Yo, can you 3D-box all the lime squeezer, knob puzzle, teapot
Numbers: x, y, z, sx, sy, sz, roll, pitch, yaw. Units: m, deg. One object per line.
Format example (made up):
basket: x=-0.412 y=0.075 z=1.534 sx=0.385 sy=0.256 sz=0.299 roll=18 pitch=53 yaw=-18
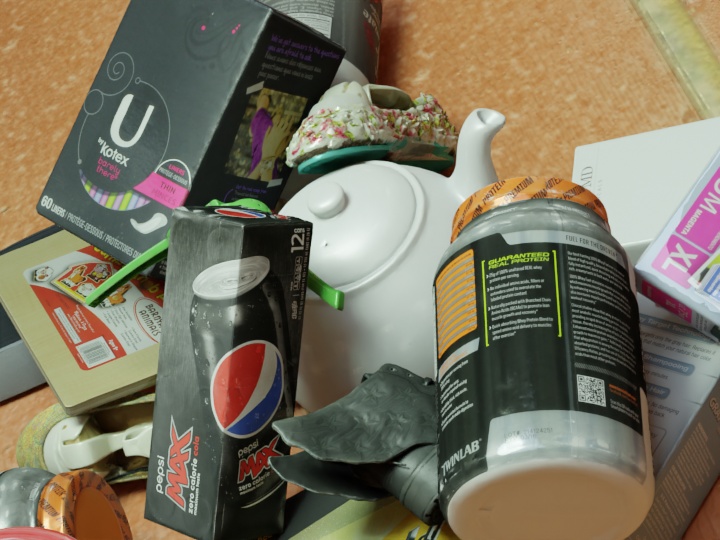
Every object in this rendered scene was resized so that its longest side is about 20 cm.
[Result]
lime squeezer: x=-0.092 y=-0.011 z=1.389 sx=0.199 sy=0.038 sz=0.071 roll=0 pitch=94 yaw=30
knob puzzle: x=-0.151 y=0.019 z=1.551 sx=0.218 sy=0.031 sz=0.220 roll=-3 pitch=41 yaw=3
teapot: x=0.000 y=0.000 z=1.437 sx=0.196 sy=0.146 sz=0.201 roll=1 pitch=53 yaw=34

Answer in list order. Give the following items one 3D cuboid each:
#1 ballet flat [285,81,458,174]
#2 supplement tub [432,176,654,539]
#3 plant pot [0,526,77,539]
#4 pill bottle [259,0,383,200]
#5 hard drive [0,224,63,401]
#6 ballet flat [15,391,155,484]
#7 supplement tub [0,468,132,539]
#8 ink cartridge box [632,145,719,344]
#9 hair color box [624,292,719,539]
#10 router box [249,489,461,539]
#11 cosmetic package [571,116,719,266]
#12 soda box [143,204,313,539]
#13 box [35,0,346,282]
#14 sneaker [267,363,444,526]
ballet flat: x=0.002 y=-0.100 z=1.507 sx=0.075 sy=0.200 sz=0.064 roll=-21 pitch=81 yaw=27
supplement tub: x=0.102 y=0.053 z=1.231 sx=0.122 sy=0.123 sz=0.201 roll=-15 pitch=53 yaw=21
plant pot: x=-0.187 y=0.282 z=1.258 sx=0.199 sy=0.183 sz=0.201 roll=-18 pitch=42 yaw=17
pill bottle: x=-0.041 y=-0.152 z=1.635 sx=0.110 sy=0.111 sz=0.201 roll=-15 pitch=44 yaw=20
hard drive: x=-0.242 y=0.024 z=1.647 sx=0.199 sy=0.042 sz=0.135 roll=-25 pitch=42 yaw=10
ballet flat: x=-0.163 y=0.118 z=1.481 sx=0.199 sy=0.071 sz=0.071 roll=-11 pitch=46 yaw=20
supplement tub: x=-0.257 y=0.203 z=1.414 sx=0.199 sy=0.123 sz=0.123 roll=-16 pitch=44 yaw=19
ink cartridge box: x=0.274 y=0.011 z=1.257 sx=0.199 sy=0.042 sz=0.120 roll=34 pitch=77 yaw=15
hair color box: x=0.169 y=0.097 z=1.300 sx=0.099 sy=0.061 sz=0.200 roll=15 pitch=61 yaw=41
router box: x=-0.009 y=0.203 z=1.318 sx=0.199 sy=0.052 sz=0.158 roll=-29 pitch=41 yaw=5
cosmetic package: x=0.238 y=-0.042 z=1.380 sx=0.199 sy=0.071 sz=0.102 roll=-12 pitch=46 yaw=24
soda box: x=-0.082 y=0.063 z=1.324 sx=0.070 sy=0.063 sz=0.202 roll=14 pitch=102 yaw=42
box: x=-0.118 y=-0.098 z=1.497 sx=0.122 sy=0.106 sz=0.201 roll=27 pitch=94 yaw=32
sneaker: x=0.042 y=0.087 z=1.308 sx=0.104 sy=0.060 sz=0.200 roll=33 pitch=44 yaw=21
